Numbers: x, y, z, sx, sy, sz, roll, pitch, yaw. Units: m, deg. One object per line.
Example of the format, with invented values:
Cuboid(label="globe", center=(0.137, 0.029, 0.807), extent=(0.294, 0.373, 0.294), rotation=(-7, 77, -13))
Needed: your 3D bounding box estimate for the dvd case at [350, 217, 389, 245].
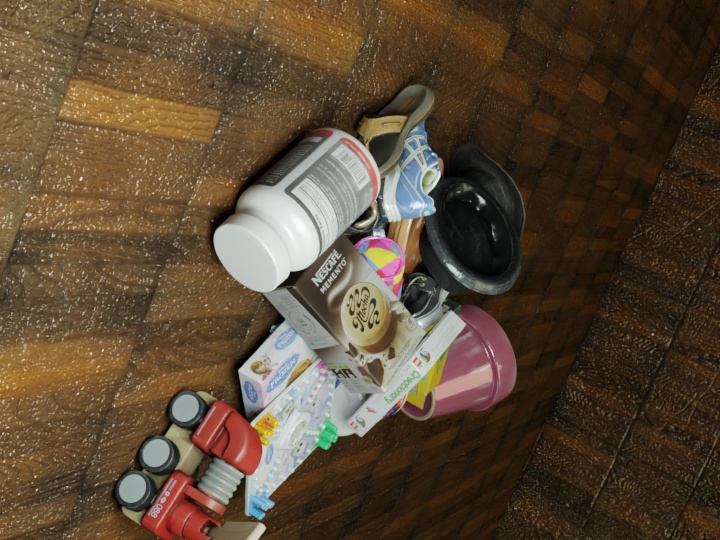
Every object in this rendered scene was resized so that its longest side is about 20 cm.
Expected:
Cuboid(label="dvd case", center=(0.000, 0.000, 1.675), extent=(0.200, 0.022, 0.146), rotation=(-42, 150, -41))

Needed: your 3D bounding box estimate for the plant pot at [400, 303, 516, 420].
Cuboid(label="plant pot", center=(0.153, 0.180, 2.018), extent=(0.179, 0.200, 0.200), rotation=(-22, 137, -35))

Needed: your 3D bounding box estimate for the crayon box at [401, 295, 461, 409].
Cuboid(label="crayon box", center=(0.083, 0.120, 1.855), extent=(0.051, 0.127, 0.200), rotation=(-35, 146, -50))

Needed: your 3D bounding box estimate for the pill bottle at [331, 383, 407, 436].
Cuboid(label="pill bottle", center=(0.005, 0.191, 1.771), extent=(0.200, 0.112, 0.113), rotation=(-12, 125, -61))

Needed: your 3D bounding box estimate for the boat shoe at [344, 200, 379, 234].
Cuboid(label="boat shoe", center=(-0.008, -0.082, 1.505), extent=(0.072, 0.065, 0.200), rotation=(-63, 159, -5))

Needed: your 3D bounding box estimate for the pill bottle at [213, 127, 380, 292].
Cuboid(label="pill bottle", center=(-0.075, -0.072, 1.302), extent=(0.200, 0.116, 0.116), rotation=(-46, 152, -36))

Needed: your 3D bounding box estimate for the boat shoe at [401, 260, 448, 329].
Cuboid(label="boat shoe", center=(0.092, 0.032, 1.662), extent=(0.066, 0.070, 0.200), rotation=(65, 26, -13))

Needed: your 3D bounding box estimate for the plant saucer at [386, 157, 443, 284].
Cuboid(label="plant saucer", center=(0.079, -0.079, 1.685), extent=(0.200, 0.037, 0.201), rotation=(18, 90, -78))

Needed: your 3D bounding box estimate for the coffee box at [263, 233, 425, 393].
Cuboid(label="coffee box", center=(-0.020, 0.055, 1.466), extent=(0.200, 0.080, 0.113), rotation=(50, 58, -23))

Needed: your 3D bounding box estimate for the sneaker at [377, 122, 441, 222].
Cuboid(label="sneaker", center=(0.075, -0.154, 1.543), extent=(0.076, 0.077, 0.200), rotation=(65, 29, -62))

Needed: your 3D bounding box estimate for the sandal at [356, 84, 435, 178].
Cuboid(label="sandal", center=(0.034, -0.192, 1.469), extent=(0.200, 0.082, 0.055), rotation=(-52, 137, -28))

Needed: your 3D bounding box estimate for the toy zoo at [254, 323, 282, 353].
Cuboid(label="toy zoo", center=(-0.118, 0.146, 1.574), extent=(0.131, 0.020, 0.200), rotation=(-47, 153, -35))

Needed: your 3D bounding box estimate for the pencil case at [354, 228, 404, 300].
Cuboid(label="pencil case", center=(0.018, 0.028, 1.589), extent=(0.088, 0.088, 0.200), rotation=(-51, 160, -28))

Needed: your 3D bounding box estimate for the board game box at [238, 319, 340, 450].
Cuboid(label="board game box", center=(-0.086, 0.140, 1.554), extent=(0.200, 0.041, 0.200), rotation=(-49, 153, -32))

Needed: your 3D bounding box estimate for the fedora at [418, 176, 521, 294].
Cuboid(label="fedora", center=(0.148, -0.038, 1.654), extent=(0.201, 0.201, 0.092), rotation=(-39, 179, -45))

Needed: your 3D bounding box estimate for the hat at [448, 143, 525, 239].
Cuboid(label="hat", center=(0.175, -0.100, 1.773), extent=(0.081, 0.201, 0.201), rotation=(-32, 146, -22))

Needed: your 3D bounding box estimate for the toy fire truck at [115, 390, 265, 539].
Cuboid(label="toy fire truck", center=(-0.173, 0.259, 1.335), extent=(0.176, 0.200, 0.129), rotation=(-57, 158, -14))

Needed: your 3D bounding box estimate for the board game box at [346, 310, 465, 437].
Cuboid(label="board game box", center=(0.064, 0.150, 1.592), extent=(0.126, 0.035, 0.200), rotation=(-45, 176, -42))

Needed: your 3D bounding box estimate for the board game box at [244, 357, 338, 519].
Cuboid(label="board game box", center=(-0.089, 0.229, 1.559), extent=(0.200, 0.026, 0.200), rotation=(-42, 150, -40))
